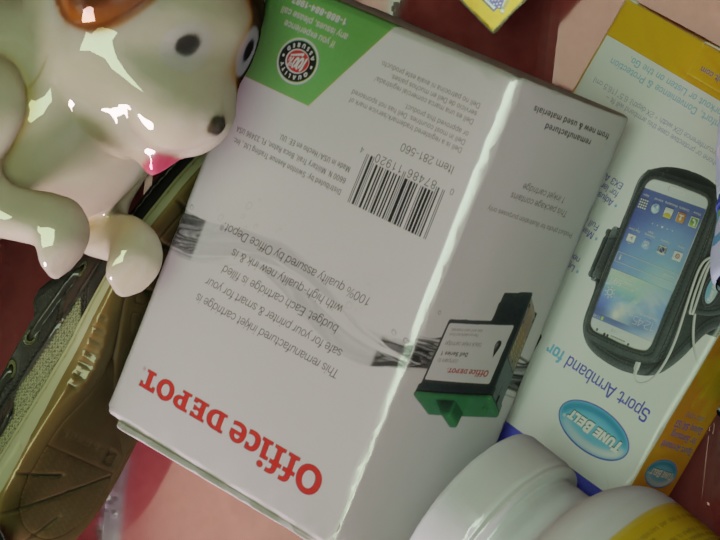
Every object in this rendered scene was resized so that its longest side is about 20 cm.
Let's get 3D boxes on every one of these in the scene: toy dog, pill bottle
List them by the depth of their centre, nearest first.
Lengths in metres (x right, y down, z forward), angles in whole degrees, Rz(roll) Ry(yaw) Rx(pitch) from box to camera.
[{"bbox_3d":[0.112,0.153,1.060,0.200,0.112,0.112,40,99,24],"label":"pill bottle"},{"bbox_3d":[-0.130,-0.076,1.141,0.199,0.139,0.195,-18,63,26],"label":"toy dog"}]

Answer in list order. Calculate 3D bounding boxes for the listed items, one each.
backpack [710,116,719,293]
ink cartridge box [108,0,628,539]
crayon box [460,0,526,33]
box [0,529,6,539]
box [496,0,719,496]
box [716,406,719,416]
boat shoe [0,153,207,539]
[{"bbox_3d":[0.223,-0.020,0.989,0.199,0.163,0.155,-10,79,20],"label":"backpack"},{"bbox_3d":[0.000,0.000,1.148,0.146,0.084,0.201,27,98,40],"label":"ink cartridge box"},{"bbox_3d":[0.087,-0.211,1.168,0.200,0.052,0.126,-45,81,9],"label":"crayon box"},{"bbox_3d":[-0.269,0.083,1.181,0.163,0.086,0.201,-24,74,-29],"label":"box"},{"bbox_3d":[0.110,0.003,1.150,0.119,0.041,0.201,35,101,34],"label":"box"},{"bbox_3d":[0.256,0.008,1.104,0.148,0.104,0.201,31,98,11],"label":"box"},{"bbox_3d":[-0.112,0.023,1.206,0.066,0.072,0.202,27,85,40],"label":"boat shoe"}]
